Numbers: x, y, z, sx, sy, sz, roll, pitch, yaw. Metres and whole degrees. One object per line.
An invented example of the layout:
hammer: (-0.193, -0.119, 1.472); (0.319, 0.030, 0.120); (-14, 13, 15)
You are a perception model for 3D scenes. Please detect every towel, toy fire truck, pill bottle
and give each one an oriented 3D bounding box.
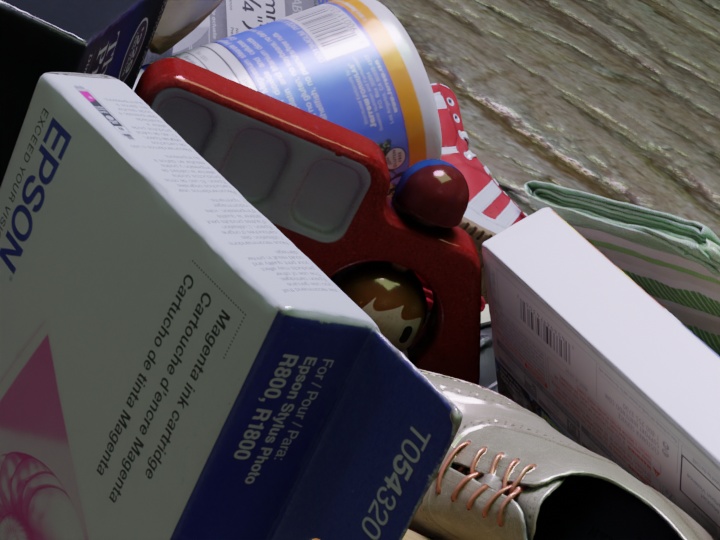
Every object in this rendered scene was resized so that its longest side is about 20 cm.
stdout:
towel: (0.194, 0.027, 1.068); (0.200, 0.023, 0.152); (44, -14, -34)
toy fire truck: (-0.032, 0.011, 0.832); (0.200, 0.168, 0.112); (21, 23, -16)
pill bottle: (-0.069, -0.059, 0.943); (0.200, 0.112, 0.112); (-23, 45, -19)

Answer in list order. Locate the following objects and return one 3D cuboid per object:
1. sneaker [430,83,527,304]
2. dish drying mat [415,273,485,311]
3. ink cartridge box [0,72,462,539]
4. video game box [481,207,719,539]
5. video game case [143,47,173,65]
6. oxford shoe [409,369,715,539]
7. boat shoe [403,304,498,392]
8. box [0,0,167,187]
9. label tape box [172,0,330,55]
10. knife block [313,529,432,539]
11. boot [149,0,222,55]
sneaker: (0.063, -0.037, 1.100); (0.200, 0.071, 0.113); (31, 36, -35)
dish drying mat: (0.000, 0.000, 0.985); (0.077, 0.018, 0.200); (23, -2, -16)
ink cartridge box: (-0.078, 0.066, 0.633); (0.043, 0.197, 0.200); (0, 34, -45)
video game box: (0.135, 0.095, 0.842); (0.047, 0.182, 0.200); (-29, 50, -20)
video game case: (-0.178, -0.122, 0.953); (0.182, 0.200, 0.023); (8, -3, -37)
oxford shoe: (0.059, 0.084, 0.752); (0.200, 0.071, 0.074); (22, -10, 12)
boat shoe: (0.089, 0.053, 1.019); (0.201, 0.074, 0.063); (-6, 67, -63)
box: (-0.157, -0.038, 0.762); (0.079, 0.200, 0.141); (24, 23, -3)
label tape box: (-0.057, -0.111, 1.105); (0.200, 0.144, 0.063); (6, -14, -38)
knife block: (-0.004, 0.133, 0.740); (0.200, 0.064, 0.176); (3, 33, -44)
boot: (-0.144, -0.170, 0.915); (0.144, 0.071, 0.201); (46, 35, 3)
